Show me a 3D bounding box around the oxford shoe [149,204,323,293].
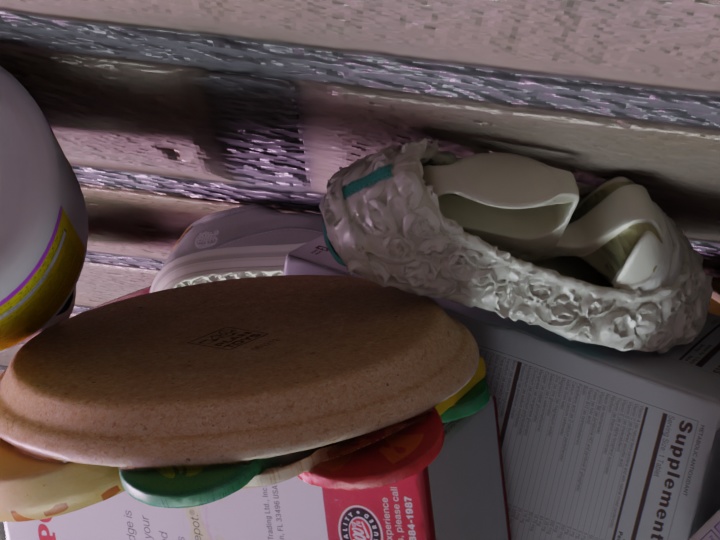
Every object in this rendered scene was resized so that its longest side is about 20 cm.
[{"bbox_3d":[0.000,0.000,1.314,0.199,0.075,0.058,0,-142,-5],"label":"oxford shoe"}]

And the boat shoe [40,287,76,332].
[{"bbox_3d":[-0.191,-0.001,1.442,0.074,0.062,0.200,18,-170,9],"label":"boat shoe"}]

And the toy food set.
[{"bbox_3d":[-0.048,0.048,1.072,0.197,0.049,0.200,1,-164,27],"label":"toy food set"}]

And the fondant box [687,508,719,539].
[{"bbox_3d":[0.227,0.074,1.136,0.058,0.200,0.144,46,-174,18],"label":"fondant box"}]

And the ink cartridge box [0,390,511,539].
[{"bbox_3d":[-0.042,0.125,1.160,0.199,0.146,0.083,1,-162,25],"label":"ink cartridge box"}]

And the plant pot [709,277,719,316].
[{"bbox_3d":[0.233,0.087,1.373,0.199,0.187,0.186,-6,-179,-32],"label":"plant pot"}]

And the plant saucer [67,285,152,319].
[{"bbox_3d":[-0.087,0.035,1.451,0.200,0.051,0.201,-18,175,-2],"label":"plant saucer"}]

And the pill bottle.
[{"bbox_3d":[-0.159,-0.021,1.068,0.104,0.105,0.200,7,173,0],"label":"pill bottle"}]

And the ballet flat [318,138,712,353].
[{"bbox_3d":[0.077,-0.012,1.101,0.199,0.072,0.072,9,173,-35],"label":"ballet flat"}]

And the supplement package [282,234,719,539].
[{"bbox_3d":[0.067,0.062,1.202,0.199,0.114,0.109,19,-160,18],"label":"supplement package"}]
